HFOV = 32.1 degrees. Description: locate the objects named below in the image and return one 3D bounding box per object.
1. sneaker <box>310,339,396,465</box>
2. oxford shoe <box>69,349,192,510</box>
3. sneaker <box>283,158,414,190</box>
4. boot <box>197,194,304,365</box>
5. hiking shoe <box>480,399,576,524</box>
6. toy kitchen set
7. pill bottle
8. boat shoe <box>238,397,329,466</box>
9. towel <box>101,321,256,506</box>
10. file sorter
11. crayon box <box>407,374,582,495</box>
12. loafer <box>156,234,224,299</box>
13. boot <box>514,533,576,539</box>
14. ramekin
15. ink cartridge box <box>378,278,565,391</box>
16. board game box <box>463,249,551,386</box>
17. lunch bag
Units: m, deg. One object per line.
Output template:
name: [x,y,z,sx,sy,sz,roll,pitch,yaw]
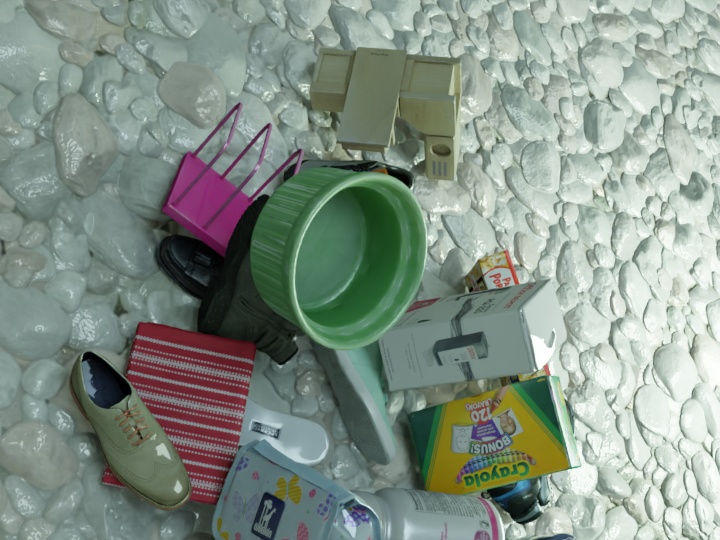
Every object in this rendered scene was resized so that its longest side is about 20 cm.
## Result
sneaker: [0.027,0.140,1.601,0.118,0.074,0.202,-19,82,-33]
oxford shoe: [-0.253,0.173,1.355,0.071,0.074,0.200,-37,78,-23]
sneaker: [-0.015,-0.121,1.675,0.199,0.079,0.075,-1,75,-35]
boot: [-0.100,0.012,1.471,0.130,0.201,0.068,19,27,-18]
hiking shoe: [0.235,0.244,1.717,0.087,0.074,0.201,38,54,-19]
toy kitchen set: [0.033,-0.186,1.741,0.198,0.181,0.164,6,58,9]
pill bottle: [0.066,0.327,1.531,0.199,0.113,0.114,11,66,-26]
boat shoe: [-0.134,0.184,1.476,0.199,0.068,0.072,19,67,-5]
towel: [-0.204,0.160,1.422,0.143,0.023,0.201,11,65,-4]
file sorter: [-0.115,-0.087,1.525,0.200,0.125,0.139,38,28,-18]
crayon box: [0.171,0.217,1.601,0.058,0.199,0.120,14,60,-64]
loafer: [-0.154,0.014,1.528,0.200,0.063,0.072,37,56,-20]
boot: [0.193,0.391,1.617,0.199,0.090,0.073,-24,87,-40]
ramekin: [-0.028,-0.020,1.403,0.199,0.097,0.202,-16,115,-38]
ink cartridge box: [0.141,0.081,1.568,0.146,0.199,0.086,-33,112,-62]
board game box: [0.202,0.085,1.708,0.046,0.152,0.201,-18,83,-5]
lunch bag: [-0.071,0.298,1.362,0.127,0.169,0.202,-26,126,-40]
